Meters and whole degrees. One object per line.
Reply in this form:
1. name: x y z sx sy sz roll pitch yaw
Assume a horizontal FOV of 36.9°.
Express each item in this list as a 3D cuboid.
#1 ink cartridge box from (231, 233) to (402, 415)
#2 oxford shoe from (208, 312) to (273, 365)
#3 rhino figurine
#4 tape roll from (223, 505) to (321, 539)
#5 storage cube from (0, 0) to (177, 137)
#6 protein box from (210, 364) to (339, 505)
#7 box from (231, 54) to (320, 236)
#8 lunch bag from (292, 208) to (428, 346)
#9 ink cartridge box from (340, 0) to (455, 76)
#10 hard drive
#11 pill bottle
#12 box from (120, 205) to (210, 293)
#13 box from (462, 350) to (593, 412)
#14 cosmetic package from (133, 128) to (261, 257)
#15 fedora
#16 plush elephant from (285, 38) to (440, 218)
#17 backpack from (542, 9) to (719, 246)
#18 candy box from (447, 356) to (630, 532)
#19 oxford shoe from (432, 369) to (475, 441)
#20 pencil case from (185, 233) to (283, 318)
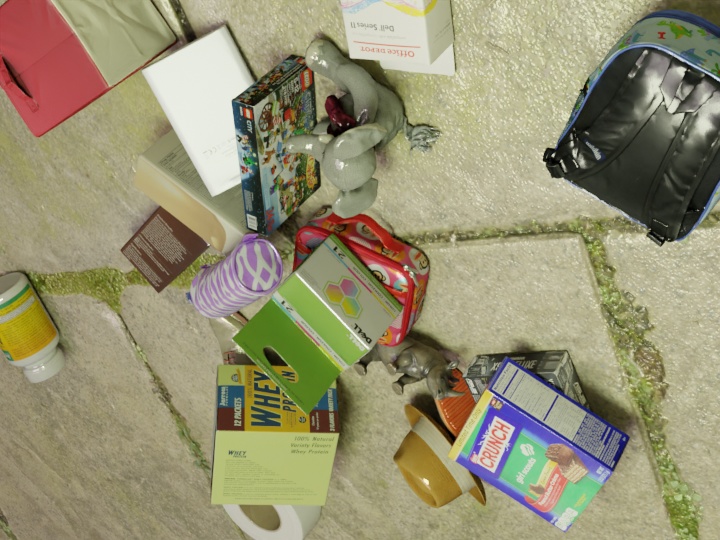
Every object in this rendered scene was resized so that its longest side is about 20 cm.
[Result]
1. ink cartridge box: -0.053 0.070 1.436 0.148 0.200 0.076 45 133 -4
2. oxford shoe: -0.203 0.149 1.826 0.070 0.074 0.201 -16 113 44
3. rhino figurine: 0.073 0.136 1.575 0.198 0.087 0.060 25 135 34
4. tape roll: -0.173 0.432 2.039 0.200 0.071 0.205 20 133 23
5. storage cube: -0.398 -0.324 1.501 0.178 0.200 0.172 -21 109 38
6. protein box: -0.145 0.272 1.774 0.195 0.136 0.202 2 135 -9
7. box: -0.109 -0.167 1.445 0.037 0.137 0.202 20 134 25
8. lunch bag: 0.000 0.000 1.548 0.198 0.082 0.178 24 131 18
9. ink cartridge box: 0.041 -0.311 1.262 0.116 0.067 0.202 11 129 30
10. hard drive: -0.198 -0.220 1.503 0.131 0.025 0.202 -25 111 8
11. pill bottle: -0.664 0.116 2.126 0.112 0.113 0.202 -1 123 38
12. box: -0.297 -0.055 1.733 0.100 0.075 0.199 48 140 -6
13. box: 0.254 0.212 1.542 0.156 0.050 0.202 -8 118 41
14. cosmetic package: -0.228 -0.117 1.605 0.199 0.105 0.071 38 140 8
15. fedora: 0.108 0.298 1.644 0.201 0.081 0.201 51 168 15
16. plush elephant: -0.019 -0.164 1.363 0.198 0.155 0.166 26 136 18
17. backpack: 0.317 -0.161 1.112 0.182 0.147 0.201 34 141 11
18. candy box: 0.240 0.241 1.481 0.199 0.077 0.170 33 137 11
19. oxford shoe: 0.151 0.232 1.627 0.202 0.071 0.073 62 155 -6
20. pencil case: -0.179 0.012 1.536 0.199 0.083 0.087 -23 74 59
